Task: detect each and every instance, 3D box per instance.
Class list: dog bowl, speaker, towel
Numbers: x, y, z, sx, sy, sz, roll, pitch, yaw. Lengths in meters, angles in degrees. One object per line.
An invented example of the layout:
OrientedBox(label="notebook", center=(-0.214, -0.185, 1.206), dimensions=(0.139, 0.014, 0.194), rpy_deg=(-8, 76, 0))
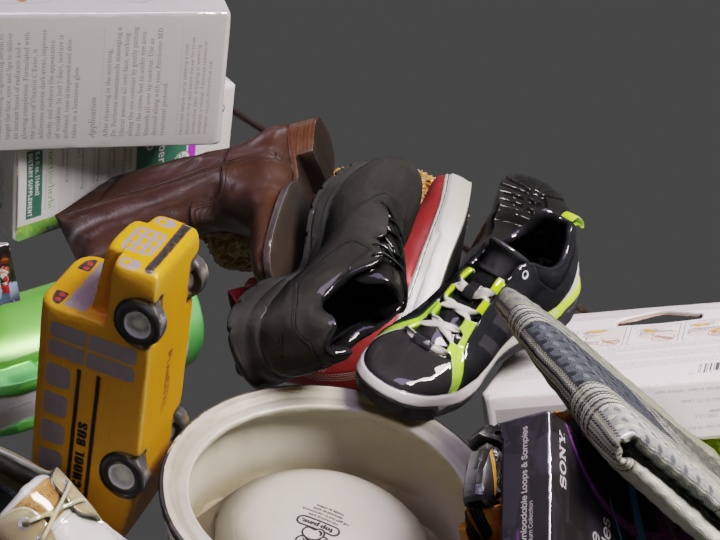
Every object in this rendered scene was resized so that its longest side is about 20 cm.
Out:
OrientedBox(label="dog bowl", center=(-0.021, 0.155, 1.198), dimensions=(0.198, 0.074, 0.201), rpy_deg=(7, 34, -5))
OrientedBox(label="speaker", center=(-0.199, 0.051, 1.299), dimensions=(0.199, 0.089, 0.088), rpy_deg=(-18, 42, -35))
OrientedBox(label="towel", center=(0.167, 0.105, 1.145), dimensions=(0.200, 0.035, 0.193), rpy_deg=(38, 8, -27))

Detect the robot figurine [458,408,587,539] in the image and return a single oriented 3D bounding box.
OrientedBox(label="robot figurine", center=(0.109, 0.146, 1.163), dimensions=(0.058, 0.146, 0.200), rpy_deg=(-11, 6, 22))

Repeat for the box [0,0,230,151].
OrientedBox(label="box", center=(-0.206, -0.167, 1.458), dimensions=(0.198, 0.107, 0.153), rpy_deg=(-3, 34, -16))

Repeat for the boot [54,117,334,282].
OrientedBox(label="boot", center=(-0.122, -0.023, 1.400), dimensions=(0.198, 0.065, 0.187), rpy_deg=(-13, 29, 17))

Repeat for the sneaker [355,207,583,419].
OrientedBox(label="sneaker", center=(0.069, 0.016, 1.285), dimensions=(0.071, 0.083, 0.200), rpy_deg=(28, 42, 29))

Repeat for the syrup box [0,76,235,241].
OrientedBox(label="syrup box", center=(-0.193, -0.098, 1.529), dimensions=(0.199, 0.079, 0.081), rpy_deg=(-20, 41, -37))

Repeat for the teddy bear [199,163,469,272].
OrientedBox(label="teddy bear", center=(-0.018, -0.048, 1.509), dimensions=(0.198, 0.067, 0.145), rpy_deg=(3, 31, -11))

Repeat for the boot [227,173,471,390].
OrientedBox(label="boot", center=(-0.009, 0.000, 1.404), dimensions=(0.143, 0.073, 0.201), rpy_deg=(15, 53, 12))

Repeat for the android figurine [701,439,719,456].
OrientedBox(label="android figurine", center=(0.290, 0.137, 1.295), dimensions=(0.180, 0.041, 0.201), rpy_deg=(6, 30, 0))

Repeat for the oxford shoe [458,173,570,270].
OrientedBox(label="oxford shoe", center=(0.099, 0.016, 1.428), dimensions=(0.072, 0.085, 0.200), rpy_deg=(27, 31, 2))

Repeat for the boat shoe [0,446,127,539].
OrientedBox(label="boat shoe", center=(-0.186, 0.151, 1.167), dimensions=(0.199, 0.069, 0.075), rpy_deg=(22, 35, 18))

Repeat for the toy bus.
OrientedBox(label="toy bus", center=(-0.142, 0.063, 1.189), dimensions=(0.078, 0.201, 0.065), rpy_deg=(18, 34, 13))

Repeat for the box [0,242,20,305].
OrientedBox(label="box", center=(-0.311, 0.013, 1.281), dimensions=(0.136, 0.038, 0.199), rpy_deg=(-15, 10, -30))

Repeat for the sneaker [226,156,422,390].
OrientedBox(label="sneaker", center=(0.000, 0.000, 1.294), dimensions=(0.090, 0.076, 0.201), rpy_deg=(-8, 37, 39))

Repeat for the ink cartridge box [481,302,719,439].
OrientedBox(label="ink cartridge box", center=(0.192, 0.067, 1.350), dimensions=(0.198, 0.045, 0.176), rpy_deg=(-5, 12, 15))

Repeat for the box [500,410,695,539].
OrientedBox(label="box", center=(0.138, 0.178, 1.080), dimensions=(0.200, 0.036, 0.144), rpy_deg=(35, 46, -41))
